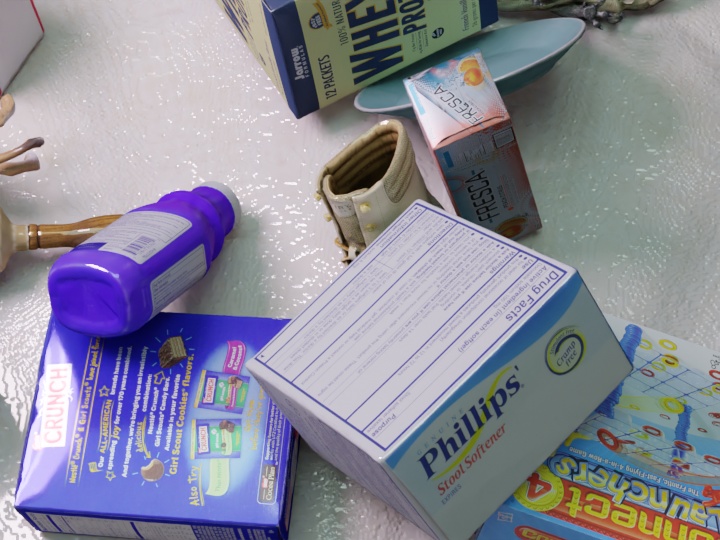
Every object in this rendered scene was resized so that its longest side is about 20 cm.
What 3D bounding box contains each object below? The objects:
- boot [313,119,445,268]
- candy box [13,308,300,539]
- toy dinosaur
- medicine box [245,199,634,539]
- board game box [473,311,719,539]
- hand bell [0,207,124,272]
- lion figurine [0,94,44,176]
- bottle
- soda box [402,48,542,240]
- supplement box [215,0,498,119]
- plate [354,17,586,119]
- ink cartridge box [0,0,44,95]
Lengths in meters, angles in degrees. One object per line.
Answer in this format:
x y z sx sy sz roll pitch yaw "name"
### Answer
0.000 0.000 1.267 0.073 0.156 0.200 19 62 36 "boot"
-0.147 0.119 1.266 0.200 0.077 0.169 4 64 4 "candy box"
0.177 -0.235 1.431 0.200 0.088 0.048 2 102 7 "toy dinosaur"
0.051 0.066 1.154 0.182 0.103 0.200 -43 33 -12 "medicine box"
0.201 0.134 1.184 0.200 0.056 0.196 18 49 2 "board game box"
-0.259 -0.026 1.354 0.200 0.104 0.104 -2 62 -11 "hand bell"
-0.355 -0.112 1.367 0.122 0.073 0.200 -20 25 -33 "lion figurine"
-0.159 -0.015 1.291 0.083 0.065 0.200 5 24 24 "bottle"
0.090 -0.087 1.285 0.063 0.200 0.068 -22 64 3 "soda box"
-0.020 -0.274 1.409 0.200 0.134 0.200 -27 55 -10 "supplement box"
0.092 -0.161 1.361 0.200 0.200 0.026 -23 106 -8 "plate"
-0.390 -0.251 1.428 0.200 0.145 0.084 23 67 14 "ink cartridge box"
